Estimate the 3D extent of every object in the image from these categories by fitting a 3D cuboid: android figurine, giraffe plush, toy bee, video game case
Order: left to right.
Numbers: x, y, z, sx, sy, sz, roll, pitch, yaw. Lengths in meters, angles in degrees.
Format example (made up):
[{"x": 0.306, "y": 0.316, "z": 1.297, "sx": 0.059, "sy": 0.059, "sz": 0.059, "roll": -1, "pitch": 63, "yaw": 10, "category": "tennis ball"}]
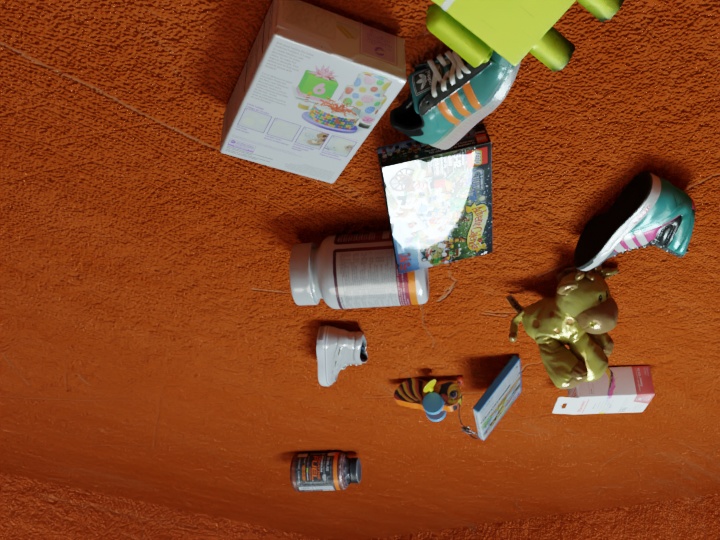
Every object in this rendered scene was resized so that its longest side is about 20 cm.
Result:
[{"x": 0.179, "y": 0.277, "z": 1.666, "sx": 0.197, "sy": 0.110, "sz": 0.131, "roll": 28, "pitch": 159, "yaw": 3, "category": "toy bee"}, {"x": 0.292, "y": 0.272, "z": 1.612, "sx": 0.018, "sy": 0.144, "sz": 0.201, "roll": 34, "pitch": 164, "yaw": 26, "category": "video game case"}, {"x": 0.129, "y": -0.266, "z": 0.664, "sx": 0.198, "sy": 0.041, "sz": 0.182, "roll": 31, "pitch": 128, "yaw": -17, "category": "android figurine"}, {"x": 0.351, "y": 0.067, "z": 1.233, "sx": 0.199, "sy": 0.173, "sz": 0.163, "roll": 38, "pitch": 136, "yaw": 4, "category": "giraffe plush"}]

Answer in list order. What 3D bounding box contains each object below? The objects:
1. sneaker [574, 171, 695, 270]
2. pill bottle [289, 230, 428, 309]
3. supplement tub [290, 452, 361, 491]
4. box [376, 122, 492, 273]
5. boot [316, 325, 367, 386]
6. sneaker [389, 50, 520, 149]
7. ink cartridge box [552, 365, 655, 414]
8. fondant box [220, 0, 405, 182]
[{"x": 0.392, "y": -0.051, "z": 1.060, "sx": 0.119, "sy": 0.085, "sz": 0.201, "roll": 17, "pitch": 148, "yaw": -9, "category": "sneaker"}, {"x": 0.000, "y": 0.000, "z": 1.129, "sx": 0.196, "sy": 0.112, "sz": 0.110, "roll": -4, "pitch": 152, "yaw": 9, "category": "pill bottle"}, {"x": -0.098, "y": 0.581, "z": 2.206, "sx": 0.196, "sy": 0.109, "sz": 0.107, "roll": -6, "pitch": 151, "yaw": 10, "category": "supplement tub"}, {"x": 0.100, "y": -0.086, "z": 0.979, "sx": 0.134, "sy": 0.038, "sz": 0.202, "roll": -12, "pitch": 140, "yaw": 1, "category": "box"}, {"x": -0.033, "y": 0.175, "z": 1.487, "sx": 0.094, "sy": 0.075, "sz": 0.201, "roll": 6, "pitch": 151, "yaw": 5, "category": "boot"}, {"x": 0.097, "y": -0.196, "z": 0.805, "sx": 0.078, "sy": 0.073, "sz": 0.200, "roll": 8, "pitch": 153, "yaw": -21, "category": "sneaker"}, {"x": 0.511, "y": 0.257, "z": 1.631, "sx": 0.196, "sy": 0.069, "sz": 0.117, "roll": -3, "pitch": 151, "yaw": 4, "category": "ink cartridge box"}, {"x": -0.057, "y": -0.186, "z": 0.828, "sx": 0.142, "sy": 0.059, "sz": 0.200, "roll": 13, "pitch": 150, "yaw": -21, "category": "fondant box"}]
